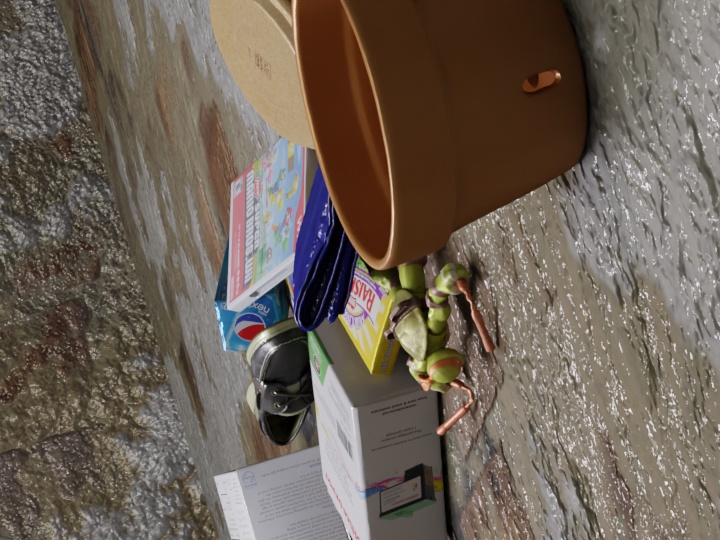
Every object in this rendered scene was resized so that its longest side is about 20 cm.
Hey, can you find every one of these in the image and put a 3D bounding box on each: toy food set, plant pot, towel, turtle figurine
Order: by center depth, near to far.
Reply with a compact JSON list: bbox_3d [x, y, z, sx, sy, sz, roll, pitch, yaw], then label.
[{"bbox_3d":[0.051,-0.113,1.199,0.200,0.140,0.200,165,90,-77],"label":"plant pot"},{"bbox_3d":[0.047,0.039,1.565,0.200,0.064,0.161,93,158,-55],"label":"turtle figurine"},{"bbox_3d":[-0.019,-0.041,1.652,0.200,0.049,0.148,-96,23,-73],"label":"towel"},{"bbox_3d":[-0.073,-0.202,1.769,0.198,0.049,0.200,37,153,40],"label":"toy food set"}]

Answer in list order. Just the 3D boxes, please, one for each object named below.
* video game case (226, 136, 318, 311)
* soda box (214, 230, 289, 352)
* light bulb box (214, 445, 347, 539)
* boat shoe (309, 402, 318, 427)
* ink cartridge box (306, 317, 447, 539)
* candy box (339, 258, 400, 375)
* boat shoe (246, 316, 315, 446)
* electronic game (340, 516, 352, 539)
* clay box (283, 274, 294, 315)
[{"bbox_3d":[-0.087,-0.054,1.905,0.200,0.017,0.143,145,130,-58],"label":"video game case"},{"bbox_3d":[-0.114,0.016,2.106,0.200,0.068,0.064,-87,-12,-66],"label":"soda box"},{"bbox_3d":[-0.084,0.325,2.328,0.198,0.125,0.200,147,107,-76],"label":"light bulb box"},{"bbox_3d":[-0.030,0.069,1.919,0.068,0.072,0.200,-126,27,-49],"label":"boat shoe"},{"bbox_3d":[0.016,0.154,1.789,0.145,0.084,0.200,-121,21,-53],"label":"ink cartridge box"},{"bbox_3d":[0.000,0.000,1.748,0.200,0.026,0.102,-123,40,-54],"label":"candy box"},{"bbox_3d":[-0.070,0.110,1.862,0.201,0.072,0.066,105,144,-62],"label":"boat shoe"},{"bbox_3d":[0.005,0.275,2.075,0.200,0.042,0.200,163,90,-85],"label":"electronic game"},{"bbox_3d":[-0.049,-0.001,1.979,0.115,0.048,0.200,-116,18,-48],"label":"clay box"}]
